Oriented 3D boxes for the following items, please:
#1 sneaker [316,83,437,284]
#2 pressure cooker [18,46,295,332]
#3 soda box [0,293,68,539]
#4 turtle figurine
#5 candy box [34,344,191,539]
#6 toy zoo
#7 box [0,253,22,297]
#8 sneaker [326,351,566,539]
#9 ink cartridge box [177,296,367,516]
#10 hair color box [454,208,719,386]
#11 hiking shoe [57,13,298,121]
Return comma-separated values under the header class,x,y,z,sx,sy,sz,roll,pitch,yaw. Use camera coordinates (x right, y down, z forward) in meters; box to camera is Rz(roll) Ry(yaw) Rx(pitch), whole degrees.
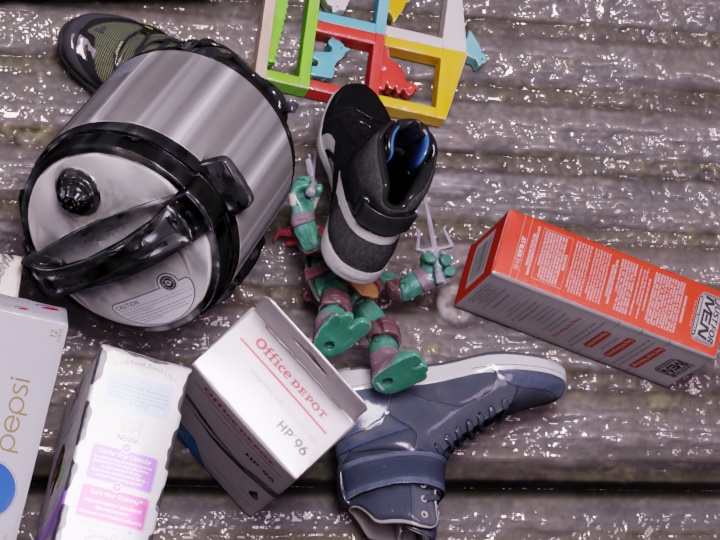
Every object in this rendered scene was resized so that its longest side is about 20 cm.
class,x,y,z,sx,sy,sz,roll,pitch,yaw
sneaker,0.020,-0.094,1.574,0.073,0.112,0.201,18,44,-20
pressure cooker,-0.159,-0.053,1.538,0.178,0.177,0.200,23,38,7
soda box,-0.267,0.122,1.496,0.063,0.068,0.201,13,96,-12
turtle figurine,0.000,0.000,1.625,0.149,0.101,0.201,17,39,-20
candy box,-0.191,0.174,1.489,0.071,0.168,0.201,15,70,-11
toy zoo,0.012,-0.198,1.743,0.199,0.020,0.132,12,70,-12
box,-0.359,0.018,1.543,0.199,0.068,0.083,9,72,-14
sneaker,0.074,0.145,1.616,0.201,0.077,0.147,-7,64,-8
ink cartridge box,-0.077,0.104,1.526,0.068,0.200,0.116,-42,87,-23
hair color box,0.189,0.025,1.681,0.199,0.102,0.062,22,69,-10
hiking shoe,-0.144,-0.164,1.644,0.199,0.101,0.076,22,68,-9
